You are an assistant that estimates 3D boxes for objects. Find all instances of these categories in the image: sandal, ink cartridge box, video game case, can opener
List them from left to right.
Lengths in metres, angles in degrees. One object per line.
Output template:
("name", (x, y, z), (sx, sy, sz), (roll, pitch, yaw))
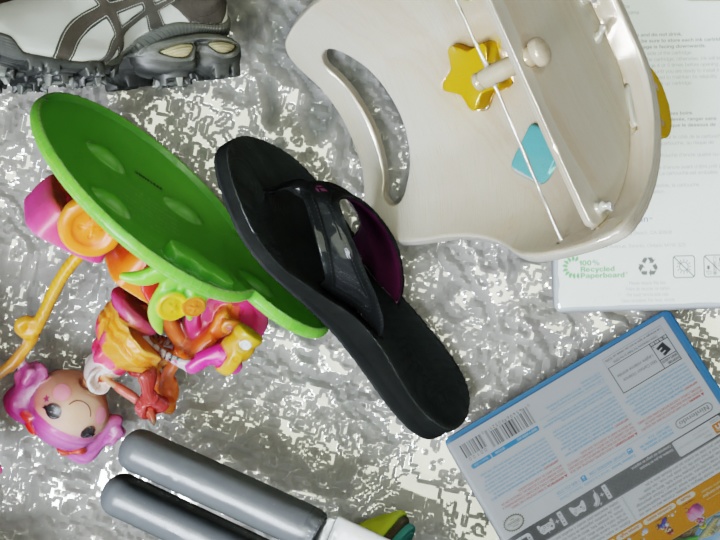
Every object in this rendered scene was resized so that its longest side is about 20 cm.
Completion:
("can opener", (-0.041, 0.142, 1.113), (0.199, 0.066, 0.053), (25, 98, 10))
("sandal", (0.001, 0.000, 1.146), (0.048, 0.075, 0.201), (-31, 109, 31))
("video game case", (0.154, 0.139, 1.141), (0.143, 0.018, 0.201), (-30, 69, -3))
("ink cartridge box", (0.198, -0.079, 1.164), (0.198, 0.041, 0.201), (-1, 94, 1))

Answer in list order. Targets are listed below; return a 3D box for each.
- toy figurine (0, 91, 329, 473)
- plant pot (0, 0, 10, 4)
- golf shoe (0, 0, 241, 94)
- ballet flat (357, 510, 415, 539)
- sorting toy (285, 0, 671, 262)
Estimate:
("toy figurine", (-0.147, 0.036, 1.150), (0.200, 0.150, 0.184), (34, 108, -26))
("plant pot", (-0.233, -0.168, 1.111), (0.201, 0.201, 0.093), (-41, 134, 3))
("golf shoe", (-0.143, -0.136, 1.084), (0.077, 0.200, 0.095), (0, 96, 35))
("ballet flat", (-0.047, 0.205, 1.177), (0.067, 0.067, 0.201), (32, 95, 15))
("sorting toy", (0.047, -0.097, 1.123), (0.179, 0.107, 0.201), (-21, 96, 38))
